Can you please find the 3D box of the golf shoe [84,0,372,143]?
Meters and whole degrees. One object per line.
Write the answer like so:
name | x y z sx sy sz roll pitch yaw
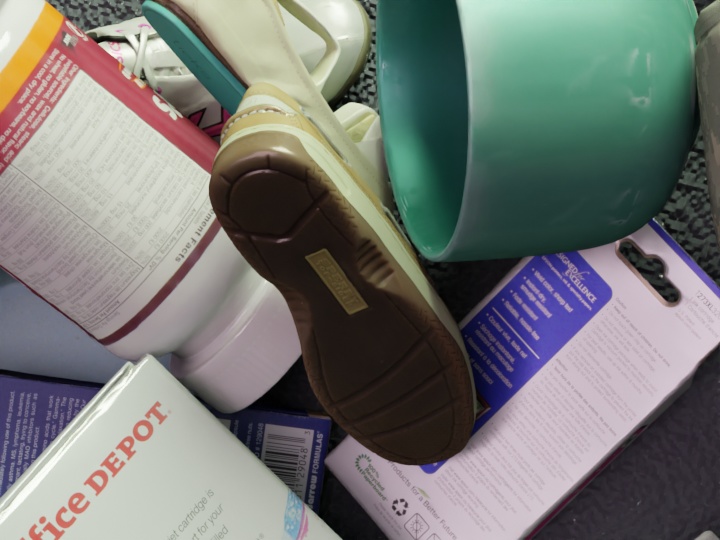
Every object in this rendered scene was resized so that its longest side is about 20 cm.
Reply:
golf shoe | -0.092 -0.092 0.926 0.199 0.092 0.073 -17 79 17

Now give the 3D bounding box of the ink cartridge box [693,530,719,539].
ink cartridge box | 0.138 0.228 0.777 0.176 0.200 0.045 49 141 15

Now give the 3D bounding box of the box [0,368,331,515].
box | -0.121 0.117 0.916 0.199 0.032 0.122 8 91 -8

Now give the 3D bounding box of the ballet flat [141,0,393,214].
ballet flat | -0.024 -0.073 0.883 0.069 0.070 0.200 -24 121 19

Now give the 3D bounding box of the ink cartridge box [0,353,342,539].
ink cartridge box | -0.083 0.161 0.838 0.200 0.145 0.085 45 145 -7

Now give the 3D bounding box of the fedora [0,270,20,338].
fedora | -0.265 -0.017 0.978 0.200 0.092 0.201 -2 98 -12

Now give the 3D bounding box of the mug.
mug | 0.075 -0.093 0.817 0.114 0.185 0.152 -5 130 -12

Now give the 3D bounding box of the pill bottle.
pill bottle | -0.113 -0.028 0.867 0.200 0.110 0.110 39 104 -18

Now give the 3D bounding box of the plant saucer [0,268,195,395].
plant saucer | -0.153 0.086 0.942 0.199 0.027 0.201 0 92 -5

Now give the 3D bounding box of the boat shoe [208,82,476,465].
boat shoe | 0.000 0.000 0.832 0.071 0.076 0.200 -16 127 14

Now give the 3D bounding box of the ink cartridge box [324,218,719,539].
ink cartridge box | 0.082 0.058 0.883 0.200 0.037 0.095 -47 73 16

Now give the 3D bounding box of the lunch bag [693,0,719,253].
lunch bag | 0.198 -0.023 0.753 0.117 0.200 0.165 -8 84 21
